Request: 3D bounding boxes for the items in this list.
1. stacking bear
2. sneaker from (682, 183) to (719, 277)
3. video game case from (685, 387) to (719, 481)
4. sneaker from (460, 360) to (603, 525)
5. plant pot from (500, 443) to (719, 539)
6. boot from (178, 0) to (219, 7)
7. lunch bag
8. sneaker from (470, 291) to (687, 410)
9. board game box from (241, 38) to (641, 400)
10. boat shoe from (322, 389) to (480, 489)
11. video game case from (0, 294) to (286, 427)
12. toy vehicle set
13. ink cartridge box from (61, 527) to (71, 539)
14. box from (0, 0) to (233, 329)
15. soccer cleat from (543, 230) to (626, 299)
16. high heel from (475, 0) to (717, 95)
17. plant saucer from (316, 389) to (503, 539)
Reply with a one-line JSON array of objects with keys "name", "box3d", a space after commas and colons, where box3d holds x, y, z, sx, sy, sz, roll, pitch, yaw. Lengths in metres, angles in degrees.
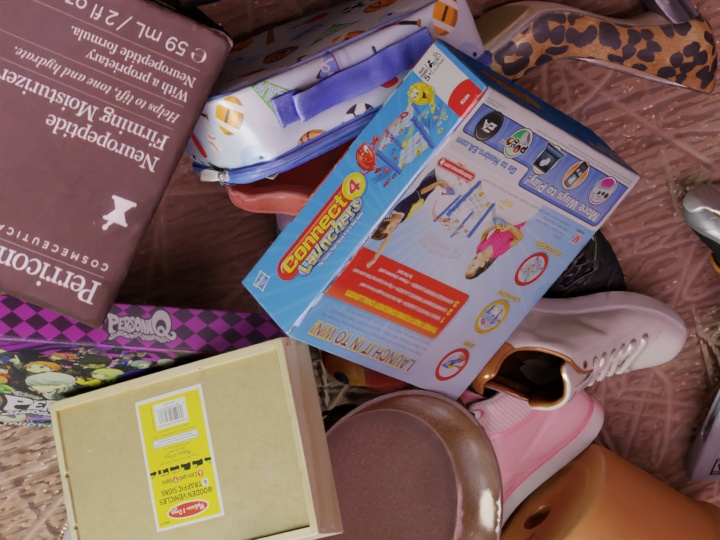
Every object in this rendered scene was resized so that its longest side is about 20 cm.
[{"name": "stacking bear", "box3d": [0.000, 0.000, 1.737, 0.114, 0.121, 0.200, -51, 142, -37]}, {"name": "sneaker", "box3d": [0.291, 0.013, 1.833, 0.077, 0.078, 0.200, -43, 119, 14]}, {"name": "video game case", "box3d": [0.354, 0.093, 1.873, 0.200, 0.022, 0.182, -2, 144, -13]}, {"name": "sneaker", "box3d": [0.072, 0.135, 1.837, 0.200, 0.075, 0.105, -44, 122, 1]}, {"name": "plant pot", "box3d": [0.171, 0.218, 1.843, 0.200, 0.200, 0.140, -41, 107, 8]}, {"name": "boot", "box3d": [-0.091, -0.258, 1.591, 0.069, 0.200, 0.174, -24, 89, 27]}, {"name": "lunch bag", "box3d": [-0.024, -0.117, 1.625, 0.200, 0.160, 0.076, -28, 104, -17]}, {"name": "sneaker", "box3d": [0.147, 0.064, 1.773, 0.200, 0.085, 0.073, 2, 139, -30]}, {"name": "board game box", "box3d": [0.054, -0.027, 1.623, 0.196, 0.056, 0.200, -50, 145, 11]}, {"name": "boat shoe", "box3d": [-0.008, 0.125, 1.797, 0.200, 0.072, 0.068, -17, 108, 23]}, {"name": "video game case", "box3d": [-0.167, 0.066, 1.705, 0.200, 0.036, 0.181, 5, 158, -17]}, {"name": "toy vehicle set", "box3d": [-0.108, 0.124, 1.633, 0.200, 0.125, 0.026, -16, 169, 34]}, {"name": "ink cartridge box", "box3d": [-0.103, 0.237, 1.805, 0.200, 0.144, 0.084, 23, 109, -23]}, {"name": "box", "box3d": [-0.206, -0.101, 1.587, 0.166, 0.164, 0.200, 22, 99, -23]}, {"name": "soccer cleat", "box3d": [0.125, -0.025, 1.767, 0.067, 0.081, 0.200, -35, 120, 5]}, {"name": "high heel", "box3d": [0.144, -0.126, 1.727, 0.200, 0.071, 0.143, -39, 112, -3]}, {"name": "plant saucer", "box3d": [0.010, 0.172, 1.688, 0.200, 0.034, 0.201, -11, 108, -38]}]
